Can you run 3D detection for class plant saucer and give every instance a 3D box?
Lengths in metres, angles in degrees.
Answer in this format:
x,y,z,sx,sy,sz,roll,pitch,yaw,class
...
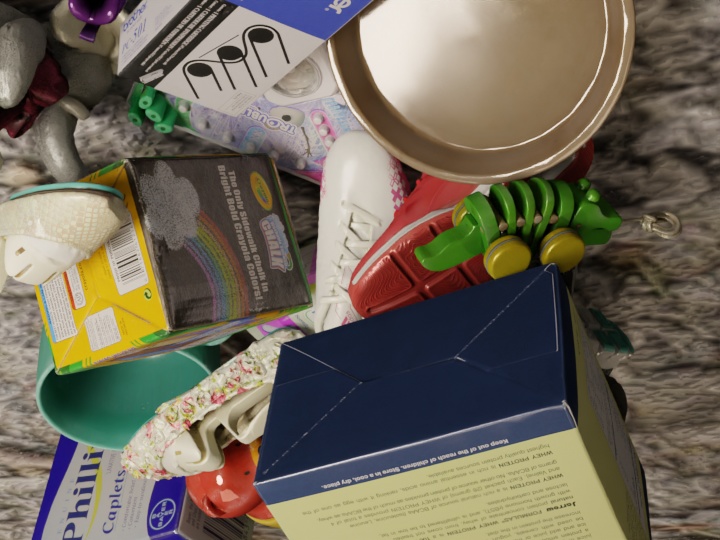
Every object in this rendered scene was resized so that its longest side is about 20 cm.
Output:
x,y,z,sx,sy,sz,roll,pitch,yaw,class
0.075,-0.154,0.829,0.199,0.029,0.201,6,111,16,plant saucer

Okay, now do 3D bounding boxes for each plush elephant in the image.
x,y,z,sx,sy,sz,roll,pitch,yaw,class
-0.237,-0.124,0.895,0.155,0.201,0.164,15,159,-41,plush elephant

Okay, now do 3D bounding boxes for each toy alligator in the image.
x,y,z,sx,sy,sz,roll,pitch,yaw,class
0.130,-0.038,0.850,0.199,0.059,0.054,-9,131,-20,toy alligator

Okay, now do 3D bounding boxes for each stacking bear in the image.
x,y,z,sx,sy,sz,roll,pitch,yaw,class
-0.070,0.181,1.170,0.114,0.122,0.200,-30,156,36,stacking bear

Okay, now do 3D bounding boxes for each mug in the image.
x,y,z,sx,sy,sz,roll,pitch,yaw,class
-0.181,0.063,1.114,0.184,0.115,0.152,-9,137,2,mug

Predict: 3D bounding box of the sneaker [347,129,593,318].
x,y,z,sx,sy,sz,roll,pitch,yaw,class
0.062,-0.053,0.926,0.200,0.116,0.078,-36,128,1,sneaker

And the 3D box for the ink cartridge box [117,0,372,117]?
x,y,z,sx,sy,sz,roll,pitch,yaw,class
-0.065,-0.170,0.810,0.094,0.044,0.200,17,149,-33,ink cartridge box

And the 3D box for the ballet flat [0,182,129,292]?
x,y,z,sx,sy,sz,roll,pitch,yaw,class
-0.224,-0.015,0.858,0.200,0.063,0.067,-6,162,42,ballet flat

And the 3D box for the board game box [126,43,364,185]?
x,y,z,sx,sy,sz,roll,pitch,yaw,class
-0.049,-0.140,0.931,0.199,0.026,0.200,21,138,-14,board game box

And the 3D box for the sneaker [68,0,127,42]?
x,y,z,sx,sy,sz,roll,pitch,yaw,class
-0.157,-0.237,0.789,0.074,0.088,0.200,5,140,3,sneaker

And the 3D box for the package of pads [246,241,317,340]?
x,y,z,sx,sy,sz,roll,pitch,yaw,class
0.016,0.031,1.084,0.199,0.068,0.155,-21,132,26,package of pads

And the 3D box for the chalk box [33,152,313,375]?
x,y,z,sx,sy,sz,roll,pitch,yaw,class
-0.127,-0.009,0.955,0.124,0.125,0.200,-20,173,35,chalk box

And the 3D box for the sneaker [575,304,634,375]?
x,y,z,sx,sy,sz,roll,pitch,yaw,class
0.123,0.073,1.021,0.199,0.078,0.091,13,118,-31,sneaker

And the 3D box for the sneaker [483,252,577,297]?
x,y,z,sx,sy,sz,roll,pitch,yaw,class
0.124,0.002,0.944,0.074,0.200,0.079,33,113,-12,sneaker

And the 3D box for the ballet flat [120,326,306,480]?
x,y,z,sx,sy,sz,roll,pitch,yaw,class
-0.114,0.122,1.054,0.200,0.064,0.076,-39,140,15,ballet flat

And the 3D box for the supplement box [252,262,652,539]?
x,y,z,sx,sy,sz,roll,pitch,yaw,class
0.069,0.135,0.839,0.199,0.134,0.200,-17,123,18,supplement box

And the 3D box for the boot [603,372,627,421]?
x,y,z,sx,sy,sz,roll,pitch,yaw,class
0.096,0.110,0.978,0.199,0.068,0.131,10,159,3,boot

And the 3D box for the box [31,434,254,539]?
x,y,z,sx,sy,sz,roll,pitch,yaw,class
-0.201,0.214,1.244,0.200,0.184,0.105,-21,133,30,box

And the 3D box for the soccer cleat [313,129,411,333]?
x,y,z,sx,sy,sz,roll,pitch,yaw,class
0.000,0.000,0.957,0.070,0.086,0.201,6,116,15,soccer cleat
